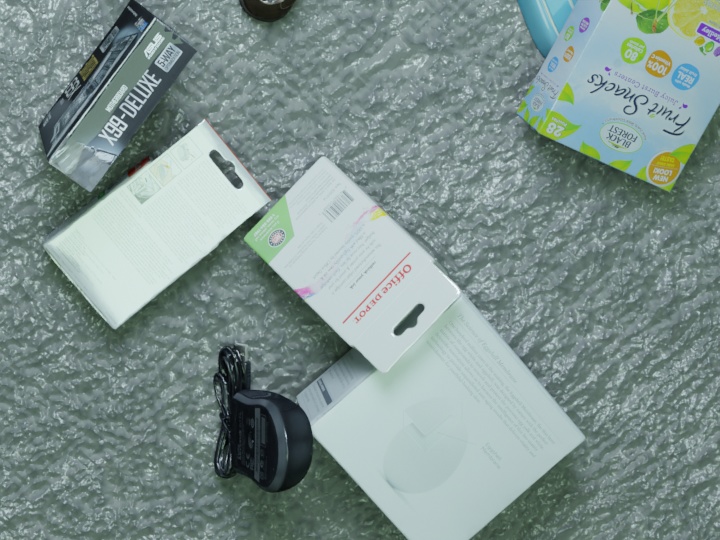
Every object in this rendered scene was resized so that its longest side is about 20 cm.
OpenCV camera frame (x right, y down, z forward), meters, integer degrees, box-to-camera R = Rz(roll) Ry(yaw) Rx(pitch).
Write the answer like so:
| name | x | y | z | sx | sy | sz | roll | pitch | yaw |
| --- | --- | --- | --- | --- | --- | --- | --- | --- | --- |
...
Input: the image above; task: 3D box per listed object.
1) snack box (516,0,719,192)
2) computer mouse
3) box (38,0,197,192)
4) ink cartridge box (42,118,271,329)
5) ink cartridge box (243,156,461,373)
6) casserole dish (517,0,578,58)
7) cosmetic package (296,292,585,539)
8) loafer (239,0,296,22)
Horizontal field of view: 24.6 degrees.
| name | x | y | z | sx | sy | sz | roll | pitch | yaw |
| --- | --- | --- | --- | --- | --- | --- | --- | --- | --- |
| snack box | 0.276 | -0.200 | 1.619 | 0.169 | 0.068 | 0.200 | 20 | 107 | -24 |
| computer mouse | -0.088 | 0.154 | 1.599 | 0.053 | 0.200 | 0.139 | 0 | 99 | -23 |
| box | -0.226 | -0.164 | 1.513 | 0.050 | 0.200 | 0.158 | 37 | 94 | -19 |
| ink cartridge box | -0.198 | -0.048 | 1.615 | 0.200 | 0.050 | 0.109 | -39 | 103 | -1 |
| ink cartridge box | 0.000 | 0.000 | 1.596 | 0.117 | 0.067 | 0.200 | -46 | 70 | 2 |
| casserole dish | 0.212 | -0.297 | 1.637 | 0.121 | 0.039 | 0.200 | -23 | 102 | -4 |
| cosmetic package | 0.078 | 0.147 | 1.653 | 0.200 | 0.123 | 0.199 | -40 | 103 | 2 |
| loafer | -0.051 | -0.328 | 1.574 | 0.073 | 0.071 | 0.200 | 21 | 96 | -12 |
